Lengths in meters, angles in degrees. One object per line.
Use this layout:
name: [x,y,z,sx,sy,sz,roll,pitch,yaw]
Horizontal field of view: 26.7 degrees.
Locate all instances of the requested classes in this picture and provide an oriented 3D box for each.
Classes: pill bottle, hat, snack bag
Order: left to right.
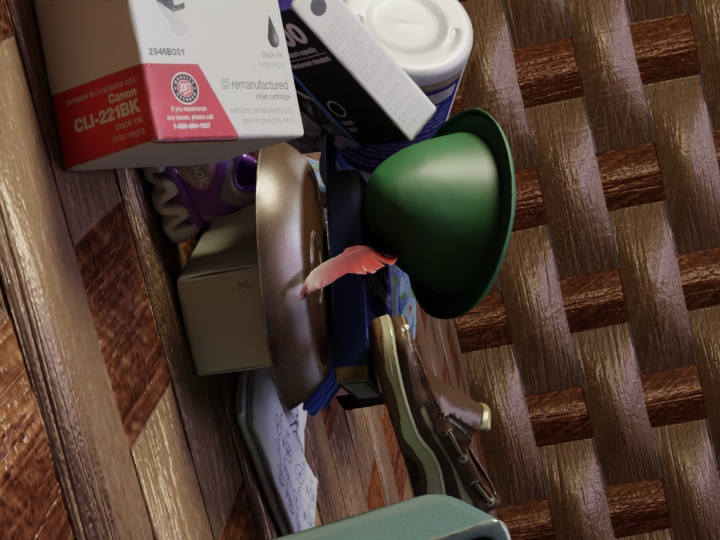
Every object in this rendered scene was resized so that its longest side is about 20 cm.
snack bag: [-0.070,0.126,1.320,0.201,0.021,0.190,-91,166,-53]
hat: [0.007,-0.053,1.147,0.200,0.174,0.168,180,-84,-66]
pill bottle: [0.021,-0.149,1.338,0.201,0.118,0.121,106,-18,-52]

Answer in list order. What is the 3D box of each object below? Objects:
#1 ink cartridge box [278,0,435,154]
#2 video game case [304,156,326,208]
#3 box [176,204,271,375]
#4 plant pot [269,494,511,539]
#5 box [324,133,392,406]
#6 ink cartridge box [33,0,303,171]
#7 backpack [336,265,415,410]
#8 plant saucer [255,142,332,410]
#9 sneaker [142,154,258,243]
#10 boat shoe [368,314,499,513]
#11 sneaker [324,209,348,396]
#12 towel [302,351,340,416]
ink cartridge box: [-0.063,-0.178,1.212,0.200,0.044,0.197,48,-23,-23]
video game case: [-0.002,-0.073,1.513,0.143,0.198,0.018,-65,175,-76]
box: [-0.087,0.005,1.188,0.200,0.068,0.083,-75,155,-72]
plant pot: [0.005,0.268,1.093,0.200,0.194,0.198,-149,-135,-76]
box: [0.000,0.000,1.222,0.121,0.032,0.202,49,36,-73]
ink cartridge box: [-0.125,-0.171,0.943,0.144,0.083,0.202,-9,87,-54]
backpack: [-0.003,0.025,1.582,0.200,0.152,0.164,53,32,-44]
plant saucer: [-0.045,0.000,1.114,0.200,0.032,0.203,-4,90,-85]
sneaker: [-0.120,-0.111,1.061,0.081,0.087,0.201,-91,166,-47]
boat shoe: [0.061,0.111,1.159,0.075,0.074,0.204,-106,179,-55]
sneaker: [-0.042,0.036,1.446,0.201,0.104,0.075,59,29,-17]
towel: [-0.052,0.016,1.337,0.145,0.024,0.202,124,-48,-65]
